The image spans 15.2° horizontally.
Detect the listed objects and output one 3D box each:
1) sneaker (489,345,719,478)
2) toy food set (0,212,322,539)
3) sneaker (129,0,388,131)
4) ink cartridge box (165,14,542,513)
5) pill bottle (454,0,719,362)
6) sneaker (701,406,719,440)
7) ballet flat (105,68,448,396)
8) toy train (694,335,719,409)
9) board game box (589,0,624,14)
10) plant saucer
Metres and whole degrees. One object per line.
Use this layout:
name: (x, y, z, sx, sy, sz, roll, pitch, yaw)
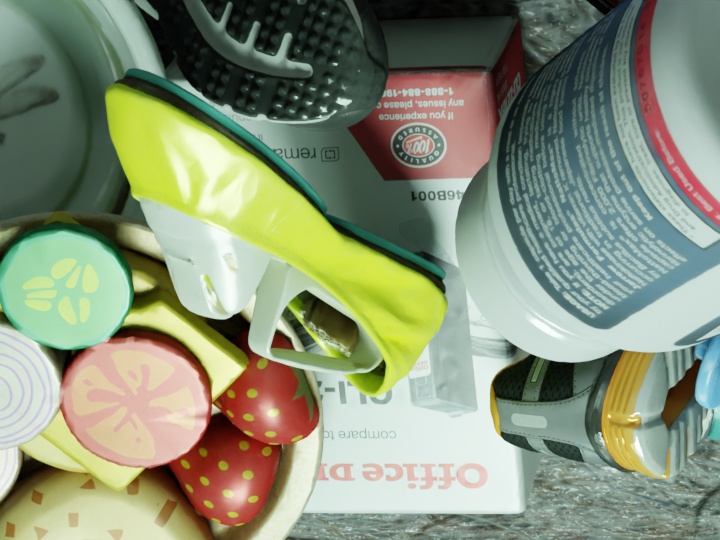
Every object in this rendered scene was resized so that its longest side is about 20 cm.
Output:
sneaker: (0.117, 0.030, 1.142, 0.077, 0.079, 0.200, -1, -167, 23)
toy food set: (-0.116, 0.066, 1.110, 0.198, 0.049, 0.200, 38, 116, -16)
sneaker: (-0.043, -0.109, 1.006, 0.080, 0.074, 0.200, 16, -162, -43)
ink cartridge box: (0.000, 0.000, 1.155, 0.143, 0.084, 0.201, -1, 112, 12)
pill bottle: (0.114, -0.037, 0.973, 0.119, 0.120, 0.200, 15, 157, -20)
sneaker: (0.204, 0.048, 1.308, 0.079, 0.078, 0.200, 15, -173, 22)
ballet flat: (-0.034, -0.005, 1.023, 0.067, 0.067, 0.200, 19, 170, 41)
toy train: (0.206, 0.012, 1.106, 0.086, 0.115, 0.200, 26, -166, 22)
board game box: (0.089, -0.157, 0.943, 0.199, 0.062, 0.200, -10, 153, 34)
plant saucer: (-0.167, -0.068, 1.128, 0.199, 0.050, 0.201, 5, 111, 13)
